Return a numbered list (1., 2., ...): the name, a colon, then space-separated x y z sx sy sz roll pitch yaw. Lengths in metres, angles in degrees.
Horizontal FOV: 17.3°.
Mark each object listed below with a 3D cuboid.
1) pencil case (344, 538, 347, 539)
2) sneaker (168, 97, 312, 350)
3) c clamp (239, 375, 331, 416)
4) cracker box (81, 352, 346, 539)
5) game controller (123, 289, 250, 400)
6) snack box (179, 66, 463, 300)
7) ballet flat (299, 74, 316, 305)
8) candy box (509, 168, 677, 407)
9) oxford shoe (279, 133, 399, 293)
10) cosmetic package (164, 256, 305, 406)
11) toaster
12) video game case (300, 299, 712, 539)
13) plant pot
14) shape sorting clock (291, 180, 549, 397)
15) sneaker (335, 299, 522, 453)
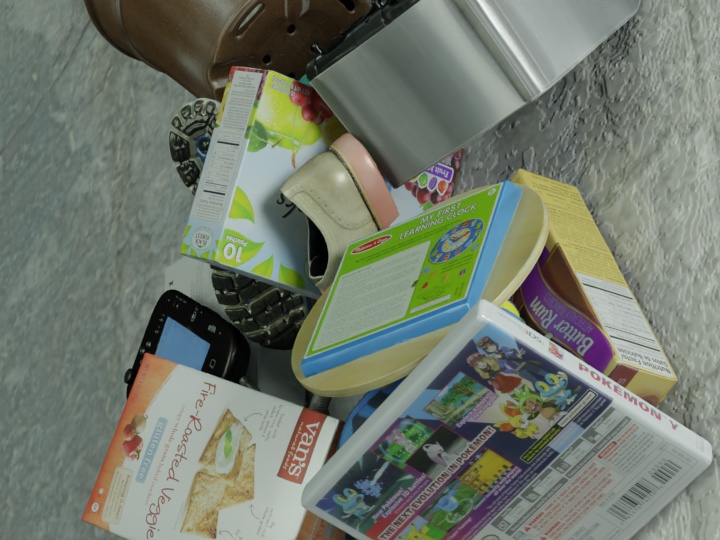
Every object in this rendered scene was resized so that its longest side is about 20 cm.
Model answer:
1. pencil case: -0.086 0.246 1.782 0.200 0.083 0.091 -32 63 46
2. sneaker: -0.074 -0.038 1.800 0.078 0.089 0.201 -18 89 30
3. c clamp: -0.003 0.086 1.681 0.171 0.027 0.200 44 140 13
4. cracker box: -0.095 0.151 1.702 0.199 0.058 0.135 15 82 38
5. game controller: -0.138 0.078 1.863 0.200 0.042 0.105 -155 75 -65
6. snack box: -0.026 -0.051 1.722 0.053 0.199 0.143 13 86 50
7. ballet flat: -0.031 -0.058 1.856 0.071 0.070 0.201 5 86 56
8. candy box: 0.127 0.041 1.588 0.117 0.056 0.200 -55 36 28
9. oxford shoe: 0.000 0.000 1.685 0.074 0.201 0.071 -30 27 -11
10. cosmetic package: -0.105 0.067 1.923 0.151 0.052 0.201 -29 52 46
11. toaster: 0.075 -0.166 1.647 0.181 0.119 0.200 -33 6 45
12. video game case: 0.090 0.129 1.494 0.200 0.182 0.023 -48 18 33
13. plant pot: -0.098 -0.216 1.936 0.198 0.200 0.201 46 114 44
14. shape sorting clock: 0.040 0.013 1.553 0.200 0.039 0.200 -31 27 18
15. sneaker: 0.044 0.105 1.572 0.200 0.066 0.079 -52 28 30
